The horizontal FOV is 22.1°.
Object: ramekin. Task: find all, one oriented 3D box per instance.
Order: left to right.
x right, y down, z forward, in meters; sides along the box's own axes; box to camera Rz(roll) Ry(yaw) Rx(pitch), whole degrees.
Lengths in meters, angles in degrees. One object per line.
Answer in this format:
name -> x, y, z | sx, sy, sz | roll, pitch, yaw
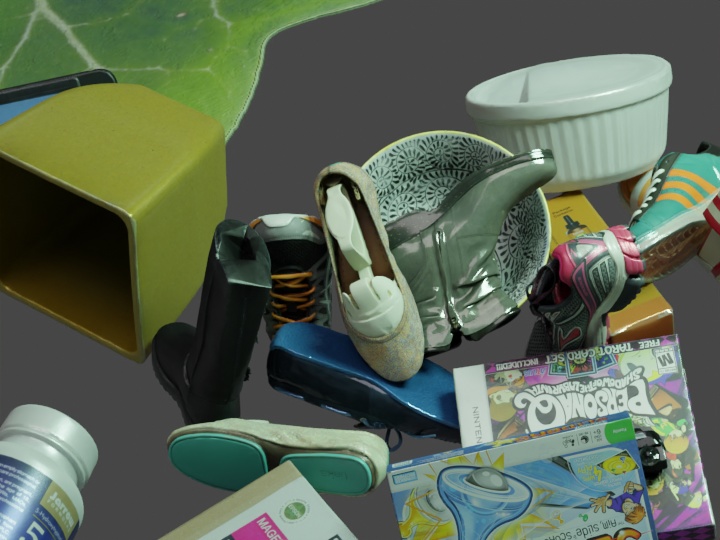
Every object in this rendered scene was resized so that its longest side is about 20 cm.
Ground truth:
ramekin -> 0.206, -0.142, 1.799 | 0.201, 0.095, 0.202 | -9, 16, 3

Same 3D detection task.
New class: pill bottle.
pill bottle -> -0.306, 0.217, 1.579 | 0.119, 0.120, 0.201 | 6, 46, 21

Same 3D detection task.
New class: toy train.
toy train -> 0.150, 0.160, 1.506 | 0.199, 0.034, 0.046 | -11, 55, 4

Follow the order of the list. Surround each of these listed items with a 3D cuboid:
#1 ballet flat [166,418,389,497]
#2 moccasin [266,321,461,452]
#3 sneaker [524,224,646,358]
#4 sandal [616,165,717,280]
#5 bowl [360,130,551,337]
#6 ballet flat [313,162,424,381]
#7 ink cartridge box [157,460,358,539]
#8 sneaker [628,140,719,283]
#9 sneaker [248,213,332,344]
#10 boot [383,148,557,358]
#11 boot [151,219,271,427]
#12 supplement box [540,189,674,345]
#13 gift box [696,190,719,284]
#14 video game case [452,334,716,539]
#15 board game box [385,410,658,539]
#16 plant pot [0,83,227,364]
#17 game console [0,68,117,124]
ballet flat -> -0.070, 0.163, 1.626 | 0.199, 0.068, 0.062 | 7, 26, 14
moccasin -> 0.013, 0.107, 1.642 | 0.199, 0.068, 0.081 | 24, 37, 6
sneaker -> 0.175, 0.029, 1.593 | 0.074, 0.200, 0.081 | -8, 57, -20
sandal -> 0.323, -0.058, 1.744 | 0.079, 0.059, 0.207 | -29, 44, -17
bowl -> 0.079, -0.019, 1.725 | 0.199, 0.094, 0.202 | -2, 70, 6
ballet flat -> 0.000, 0.000, 1.597 | 0.068, 0.067, 0.201 | -22, 77, 11
ink cartridge box -> -0.069, 0.270, 1.490 | 0.164, 0.075, 0.200 | -31, 44, -16
sneaker -> 0.279, -0.056, 1.665 | 0.080, 0.072, 0.199 | 41, 48, 23
sneaker -> -0.058, 0.020, 1.672 | 0.078, 0.200, 0.078 | -3, 54, 7
boot -> 0.110, -0.011, 1.642 | 0.199, 0.068, 0.131 | -30, 75, 3
boot -> -0.135, 0.038, 1.658 | 0.065, 0.201, 0.165 | -11, 42, -24
supplement box -> 0.215, 0.010, 1.697 | 0.066, 0.069, 0.200 | -20, 44, -9
gift box -> 0.415, -0.034, 1.603 | 0.184, 0.201, 0.187 | 38, 57, 22
video game case -> 0.183, 0.152, 1.546 | 0.199, 0.036, 0.182 | -9, 57, 6
board game box -> 0.131, 0.200, 1.467 | 0.199, 0.136, 0.034 | -14, 4, 4
plant pot -> -0.232, -0.070, 1.808 | 0.193, 0.196, 0.200 | 25, 47, 23
game console -> -0.342, -0.104, 1.944 | 0.199, 0.172, 0.118 | -12, 15, 3
